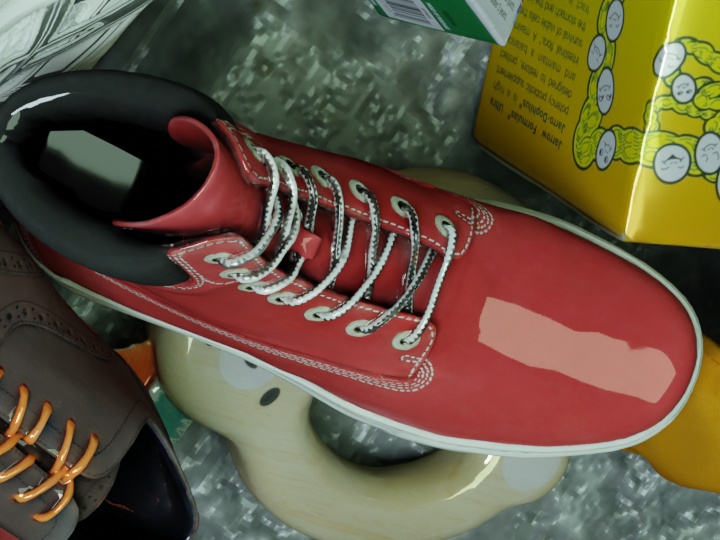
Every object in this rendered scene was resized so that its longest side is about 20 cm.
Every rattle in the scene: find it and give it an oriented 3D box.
[{"bbox_3d":[-0.001,0.048,0.840,0.200,0.143,0.130,2,125,-29],"label":"rattle"}]

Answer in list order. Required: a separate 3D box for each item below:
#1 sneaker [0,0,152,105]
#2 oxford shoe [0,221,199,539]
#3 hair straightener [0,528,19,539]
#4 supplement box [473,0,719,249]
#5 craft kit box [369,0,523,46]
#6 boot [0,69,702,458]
[{"bbox_3d":[-0.108,-0.061,0.735,0.200,0.076,0.088,-34,156,-7],"label":"sneaker"},{"bbox_3d":[-0.095,0.029,0.734,0.071,0.073,0.200,-51,154,1],"label":"oxford shoe"},{"bbox_3d":[-0.173,0.061,0.800,0.200,0.077,0.041,18,89,-49],"label":"hair straightener"},{"bbox_3d":[0.121,-0.113,0.847,0.109,0.110,0.200,4,106,-23],"label":"supplement box"},{"bbox_3d":[0.027,-0.180,0.698,0.198,0.049,0.200,-71,158,-8],"label":"craft kit box"},{"bbox_3d":[0.000,0.000,0.748,0.200,0.144,0.072,16,84,-1],"label":"boot"}]
